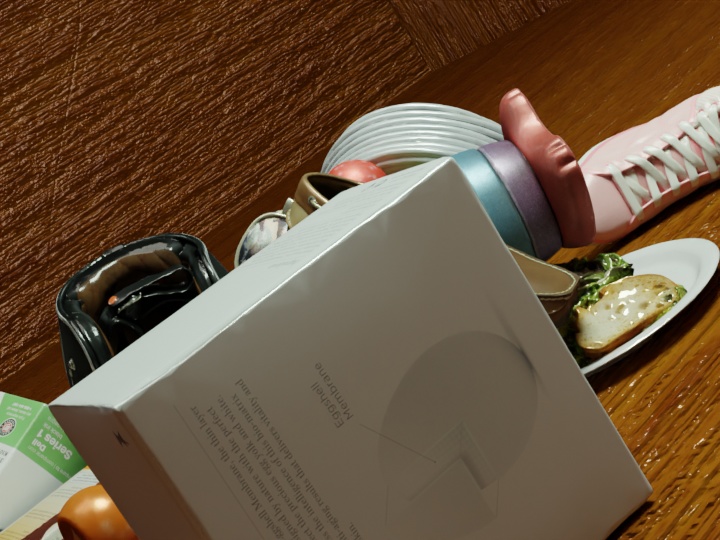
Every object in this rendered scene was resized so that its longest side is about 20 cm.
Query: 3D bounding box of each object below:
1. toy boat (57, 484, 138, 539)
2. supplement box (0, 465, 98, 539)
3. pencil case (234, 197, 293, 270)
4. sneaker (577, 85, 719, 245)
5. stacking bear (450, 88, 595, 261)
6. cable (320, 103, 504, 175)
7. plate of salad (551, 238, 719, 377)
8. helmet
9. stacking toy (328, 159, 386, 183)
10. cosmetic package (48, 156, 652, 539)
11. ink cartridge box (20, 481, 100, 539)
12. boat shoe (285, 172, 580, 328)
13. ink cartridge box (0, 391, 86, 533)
[{"bbox_3d":[-0.130,0.184,0.737,0.130,0.131,0.200,-28,11,26],"label":"toy boat"},{"bbox_3d":[-0.254,0.241,1.006,0.200,0.074,0.126,-38,11,-27],"label":"supplement box"},{"bbox_3d":[-0.043,0.001,1.171,0.090,0.078,0.200,-54,-20,1],"label":"pencil case"},{"bbox_3d":[0.255,-0.094,1.038,0.200,0.076,0.105,-32,4,-23],"label":"sneaker"},{"bbox_3d":[0.058,-0.025,0.923,0.199,0.114,0.122,-27,38,-1],"label":"stacking bear"},{"bbox_3d":[0.059,-0.044,1.056,0.200,0.200,0.069,-47,22,44],"label":"cable"},{"bbox_3d":[0.151,0.025,0.876,0.200,0.048,0.200,-32,10,7],"label":"plate of salad"},{"bbox_3d":[-0.174,0.083,1.156,0.199,0.191,0.200,-16,26,8],"label":"helmet"},{"bbox_3d":[0.000,0.000,1.013,0.085,0.200,0.086,-1,43,1],"label":"stacking toy"},{"bbox_3d":[-0.004,0.088,0.612,0.200,0.200,0.123,-37,12,-27],"label":"cosmetic package"},{"bbox_3d":[-0.194,0.191,0.832,0.161,0.050,0.200,-36,-30,-23],"label":"ink cartridge box"},{"bbox_3d":[0.040,-0.014,0.809,0.199,0.074,0.076,14,28,16],"label":"boat shoe"},{"bbox_3d":[-0.343,0.213,1.123,0.146,0.084,0.200,4,55,46],"label":"ink cartridge box"}]
